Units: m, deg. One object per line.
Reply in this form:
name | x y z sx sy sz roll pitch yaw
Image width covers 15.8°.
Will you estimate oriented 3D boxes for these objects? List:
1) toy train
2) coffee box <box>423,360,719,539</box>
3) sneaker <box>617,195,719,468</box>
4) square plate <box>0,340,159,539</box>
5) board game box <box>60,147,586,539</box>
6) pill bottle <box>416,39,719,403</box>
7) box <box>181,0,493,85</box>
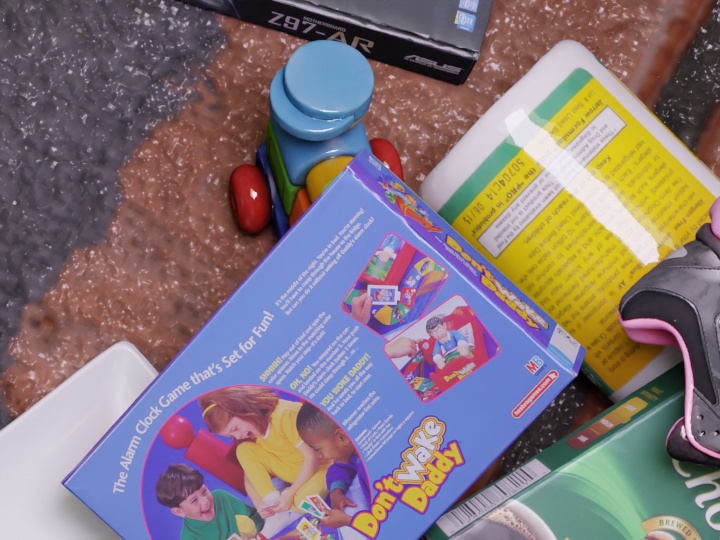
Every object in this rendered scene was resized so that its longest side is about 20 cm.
toy train | 0.000 0.000 1.202 0.084 0.116 0.201 -12 62 -10
coffee box | 0.141 0.116 1.169 0.200 0.044 0.123 -31 99 -6
sneaker | 0.181 0.068 1.105 0.095 0.079 0.200 -33 68 1
square plate | -0.118 0.160 1.186 0.200 0.028 0.198 -37 84 -33
board game box | -0.017 0.065 1.150 0.134 0.045 0.200 43 107 -1
pill bottle | 0.132 -0.004 1.243 0.200 0.113 0.113 44 74 2
box | 0.005 -0.212 1.313 0.160 0.044 0.201 17 74 -4
